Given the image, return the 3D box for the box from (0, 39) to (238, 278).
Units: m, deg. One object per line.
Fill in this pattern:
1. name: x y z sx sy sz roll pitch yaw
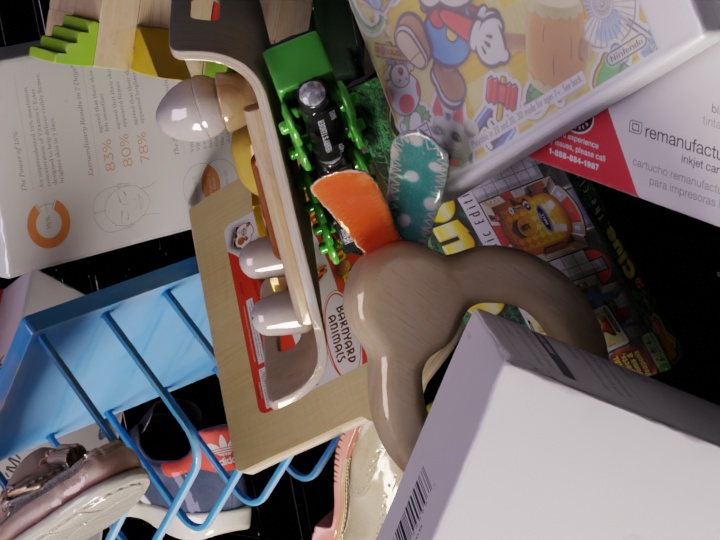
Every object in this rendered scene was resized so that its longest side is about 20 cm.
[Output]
1. box: -0.164 -0.080 1.243 0.097 0.199 0.125 5 107 49

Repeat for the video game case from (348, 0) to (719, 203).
1. video game case: 0.063 -0.150 0.943 0.200 0.023 0.183 -30 78 49

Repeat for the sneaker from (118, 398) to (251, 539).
1. sneaker: -0.147 0.129 1.411 0.199 0.075 0.085 3 99 44

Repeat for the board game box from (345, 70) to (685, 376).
1. board game box: 0.076 -0.024 1.049 0.104 0.023 0.201 -20 106 41

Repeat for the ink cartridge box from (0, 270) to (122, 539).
1. ink cartridge box: -0.242 0.087 1.353 0.045 0.176 0.201 -32 40 40

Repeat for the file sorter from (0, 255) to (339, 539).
1. file sorter: -0.112 0.086 1.246 0.123 0.199 0.139 51 137 20

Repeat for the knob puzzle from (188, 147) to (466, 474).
1. knob puzzle: 0.000 0.000 1.161 0.218 0.030 0.221 -14 65 32

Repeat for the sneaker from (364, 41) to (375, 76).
1. sneaker: 0.057 -0.136 1.050 0.111 0.076 0.202 1 98 60

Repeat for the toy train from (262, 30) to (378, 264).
1. toy train: -0.018 -0.061 1.058 0.200 0.041 0.057 74 173 -69

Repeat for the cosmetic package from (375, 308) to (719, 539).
1. cosmetic package: 0.110 0.153 0.928 0.123 0.199 0.201 -111 44 -80

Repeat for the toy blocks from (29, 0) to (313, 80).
1. toy blocks: -0.094 -0.180 1.152 0.100 0.199 0.138 18 102 45

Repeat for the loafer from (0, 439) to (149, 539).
1. loafer: -0.183 0.131 1.144 0.200 0.072 0.063 -43 69 51

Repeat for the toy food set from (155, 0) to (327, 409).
1. toy food set: -0.064 -0.048 1.066 0.144 0.060 0.201 -100 -2 -65

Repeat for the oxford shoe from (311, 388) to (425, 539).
1. oxford shoe: 0.023 0.123 1.213 0.073 0.071 0.201 23 123 15

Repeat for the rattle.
1. rattle: 0.032 0.018 1.026 0.200 0.130 0.143 46 -174 -15

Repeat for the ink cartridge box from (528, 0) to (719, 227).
1. ink cartridge box: 0.158 -0.135 0.922 0.144 0.083 0.201 24 119 44
